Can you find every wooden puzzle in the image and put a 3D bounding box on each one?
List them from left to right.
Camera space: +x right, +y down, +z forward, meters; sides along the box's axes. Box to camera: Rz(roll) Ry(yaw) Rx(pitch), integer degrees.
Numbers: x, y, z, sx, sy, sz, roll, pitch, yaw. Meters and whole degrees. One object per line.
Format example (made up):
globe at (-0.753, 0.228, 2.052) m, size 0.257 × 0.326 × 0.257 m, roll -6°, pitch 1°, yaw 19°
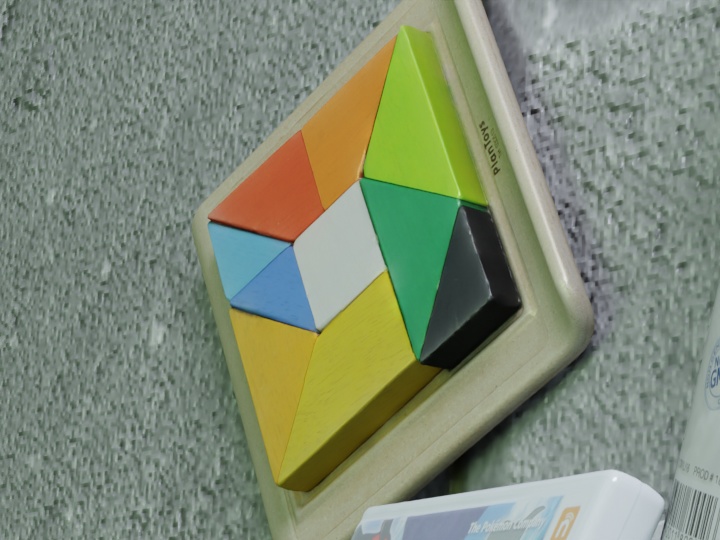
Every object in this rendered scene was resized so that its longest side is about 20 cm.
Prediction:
wooden puzzle at (0.000, 0.000, 1.057) m, size 0.200 × 0.037 × 0.185 m, roll -47°, pitch 46°, yaw 36°

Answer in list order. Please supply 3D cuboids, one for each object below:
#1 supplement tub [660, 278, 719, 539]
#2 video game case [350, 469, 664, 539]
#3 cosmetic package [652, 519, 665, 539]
supplement tub at (0.159, 0.024, 0.748) m, size 0.132 × 0.132 × 0.200 m, roll 16°, pitch 93°, yaw 55°
video game case at (0.004, 0.148, 0.814) m, size 0.182 × 0.023 × 0.200 m, roll -63°, pitch 14°, yaw -16°
cosmetic package at (0.085, 0.187, 0.871) m, size 0.151 × 0.052 × 0.200 m, roll -25°, pitch 61°, yaw 51°
